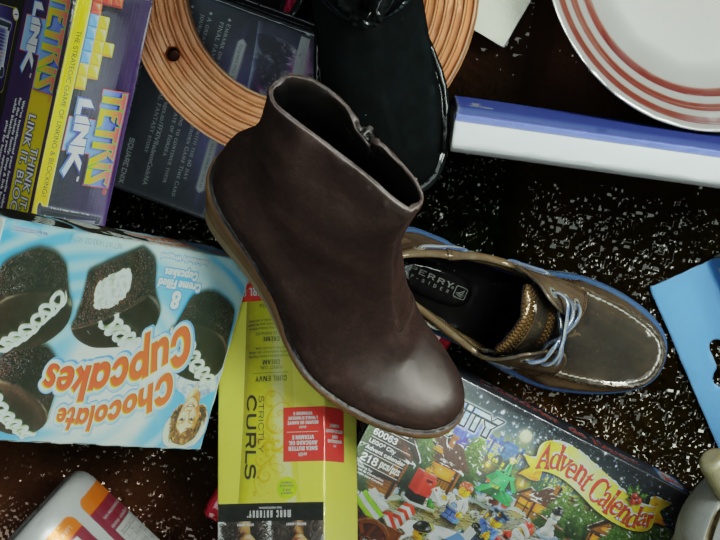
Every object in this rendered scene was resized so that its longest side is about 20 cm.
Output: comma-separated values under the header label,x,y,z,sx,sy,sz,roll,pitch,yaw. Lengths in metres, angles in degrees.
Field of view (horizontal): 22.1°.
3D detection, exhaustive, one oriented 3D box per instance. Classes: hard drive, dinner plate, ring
label,x,y,z,sx,sy,sz,roll,pitch,yaw
hard drive,0.150,-0.071,1.051,0.198,0.132,0.026,8,98,1
dinner plate,0.198,-0.178,1.070,0.198,0.024,0.202,2,82,-11
ring,-0.033,-0.160,1.032,0.198,0.019,0.203,0,91,0

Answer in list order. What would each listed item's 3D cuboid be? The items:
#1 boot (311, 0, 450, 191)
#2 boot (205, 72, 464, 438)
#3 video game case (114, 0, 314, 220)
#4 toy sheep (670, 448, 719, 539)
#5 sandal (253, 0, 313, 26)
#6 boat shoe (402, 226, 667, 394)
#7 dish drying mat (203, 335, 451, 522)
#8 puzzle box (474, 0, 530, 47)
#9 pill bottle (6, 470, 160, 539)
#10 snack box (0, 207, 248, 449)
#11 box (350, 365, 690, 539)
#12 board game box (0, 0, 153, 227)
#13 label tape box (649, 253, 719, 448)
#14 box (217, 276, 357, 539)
label,x,y,z,sx,sy,sz,roll,pitch,yaw
boot,0.005,-0.136,0.942,0.073,0.162,0.200,-8,92,1
boot,0.000,0.000,0.978,0.200,0.166,0.072,44,64,-1
video game case,-0.078,-0.092,1.086,0.198,0.019,0.144,19,122,-2
toy sheep,0.238,0.178,1.075,0.137,0.138,0.201,-27,128,5
sandal,-0.004,-0.163,1.067,0.199,0.045,0.075,-32,105,24
boat shoe,0.094,0.031,1.088,0.198,0.072,0.073,16,94,-9
dish drying mat,-0.014,0.084,1.134,0.076,0.018,0.201,32,96,-7
puzzle box,0.034,-0.238,1.088,0.199,0.025,0.134,31,97,-2
pill bottle,-0.134,0.225,1.110,0.200,0.110,0.110,44,96,-4
snack box,-0.147,0.035,1.007,0.037,0.199,0.117,20,96,36
box,0.082,0.148,1.121,0.199,0.038,0.137,27,97,-7
board game box,-0.206,-0.075,1.054,0.165,0.056,0.202,22,101,42
label tape box,0.294,0.037,1.096,0.199,0.063,0.145,-24,95,4
box,-0.042,0.090,1.085,0.075,0.050,0.202,-3,80,23
